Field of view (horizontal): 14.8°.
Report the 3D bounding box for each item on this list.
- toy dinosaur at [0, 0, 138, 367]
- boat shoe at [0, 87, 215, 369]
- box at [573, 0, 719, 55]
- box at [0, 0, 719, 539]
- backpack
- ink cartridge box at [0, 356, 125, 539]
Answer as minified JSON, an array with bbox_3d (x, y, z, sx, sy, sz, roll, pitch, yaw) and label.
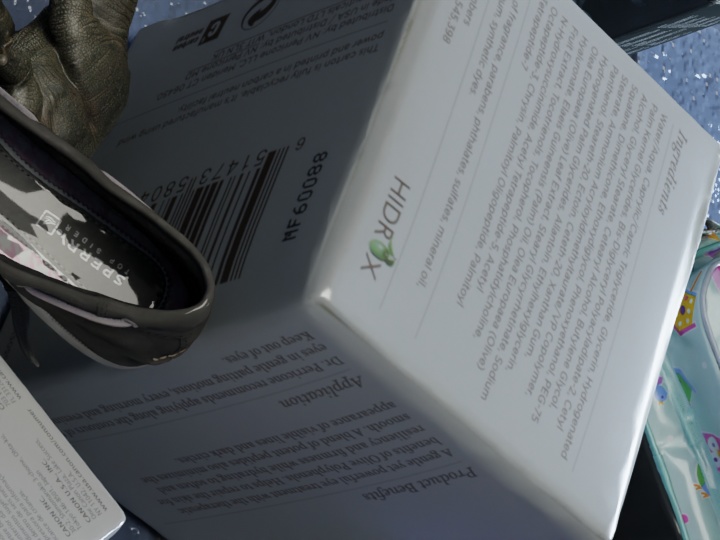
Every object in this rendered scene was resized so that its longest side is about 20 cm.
[{"bbox_3d":[-0.124,-0.068,1.038,0.200,0.077,0.102,-72,152,-45],"label":"toy dinosaur"},{"bbox_3d":[-0.132,-0.038,0.929,0.200,0.057,0.067,34,67,-12],"label":"boat shoe"},{"bbox_3d":[0.077,-0.165,1.206,0.044,0.200,0.160,-6,83,-44],"label":"box"},{"bbox_3d":[0.000,0.000,1.082,0.171,0.199,0.200,41,53,-29],"label":"box"},{"bbox_3d":[0.175,0.063,1.272,0.200,0.153,0.176,-20,87,-52],"label":"backpack"},{"bbox_3d":[-0.191,0.068,0.887,0.161,0.050,0.200,52,41,4],"label":"ink cartridge box"}]
